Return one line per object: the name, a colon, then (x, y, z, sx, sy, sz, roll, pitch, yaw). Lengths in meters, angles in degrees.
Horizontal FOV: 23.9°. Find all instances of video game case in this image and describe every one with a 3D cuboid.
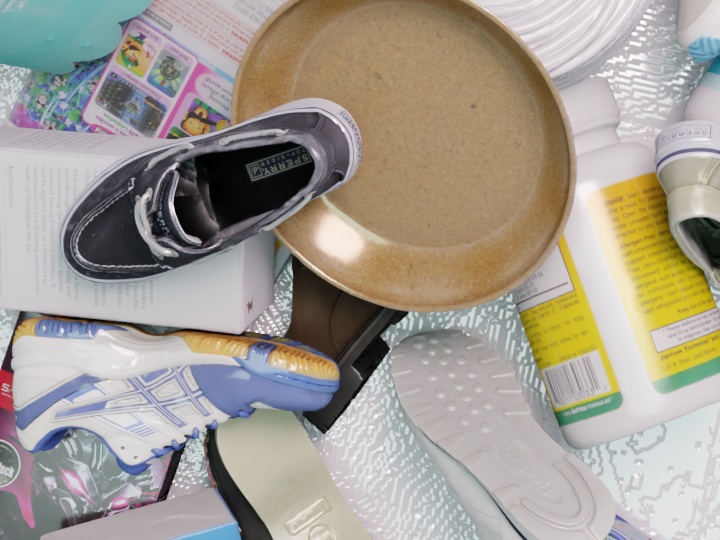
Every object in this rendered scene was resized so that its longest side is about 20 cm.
video game case: (-0.098, -0.109, 1.043, 0.199, 0.024, 0.183, 33, 113, 2)

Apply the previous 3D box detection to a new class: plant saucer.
plant saucer: (0.026, -0.073, 0.933, 0.198, 0.035, 0.202, 11, 123, 17)

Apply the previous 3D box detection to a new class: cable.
cable: (0.075, -0.194, 0.967, 0.199, 0.069, 0.201, -30, 78, 4)

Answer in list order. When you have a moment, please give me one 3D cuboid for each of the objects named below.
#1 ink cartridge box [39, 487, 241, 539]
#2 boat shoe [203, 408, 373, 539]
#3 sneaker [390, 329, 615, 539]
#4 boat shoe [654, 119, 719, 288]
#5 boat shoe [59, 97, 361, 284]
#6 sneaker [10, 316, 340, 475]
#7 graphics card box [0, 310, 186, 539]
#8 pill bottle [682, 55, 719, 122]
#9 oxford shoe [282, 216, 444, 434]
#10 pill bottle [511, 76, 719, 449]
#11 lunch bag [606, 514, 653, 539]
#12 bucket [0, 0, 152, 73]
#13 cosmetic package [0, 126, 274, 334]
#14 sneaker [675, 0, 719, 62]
ink cartridge box: (-0.117, 0.248, 1.036, 0.115, 0.067, 0.202, -14, 105, -14)
boat shoe: (-0.036, 0.170, 1.062, 0.073, 0.063, 0.203, -26, 91, -15)
sneaker: (0.075, 0.117, 1.017, 0.076, 0.081, 0.200, -20, 48, -17)
boat shoe: (0.219, -0.012, 0.977, 0.072, 0.200, 0.063, -10, 58, 36)
boat shoe: (-0.094, -0.035, 0.933, 0.199, 0.068, 0.072, -17, 102, 26)
sneaker: (-0.110, 0.078, 1.010, 0.198, 0.075, 0.089, 4, 90, 12)
graphics card box: (-0.184, 0.130, 1.075, 0.125, 0.051, 0.202, 21, 95, 2)
pill bottle: (0.282, -0.146, 0.995, 0.110, 0.111, 0.201, 30, 94, 2)
oxford shoe: (0.000, 0.000, 1.030, 0.084, 0.073, 0.201, 37, 108, 7)
pill bottle: (0.141, -0.006, 1.008, 0.112, 0.113, 0.202, -20, 85, 5)
lunch bag: (0.138, 0.262, 1.047, 0.160, 0.076, 0.200, 38, 94, -1)
bucket: (-0.219, -0.217, 0.977, 0.206, 0.134, 0.209, 1, 93, 34)
cosmetic package: (-0.155, -0.028, 1.031, 0.198, 0.071, 0.102, 6, 106, 13)
sneaker: (0.208, -0.209, 0.981, 0.080, 0.076, 0.201, 28, 62, -18)
